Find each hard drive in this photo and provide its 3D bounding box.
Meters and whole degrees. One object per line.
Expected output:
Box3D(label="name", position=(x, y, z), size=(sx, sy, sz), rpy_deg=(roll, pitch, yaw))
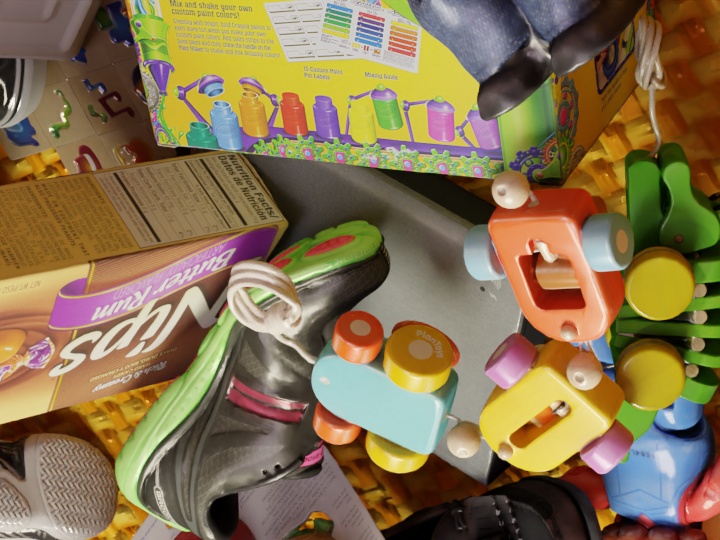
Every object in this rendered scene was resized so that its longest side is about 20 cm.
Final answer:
Box3D(label="hard drive", position=(0.000, 0.000, 1.074), size=(0.199, 0.033, 0.140), rpy_deg=(31, 134, 25))

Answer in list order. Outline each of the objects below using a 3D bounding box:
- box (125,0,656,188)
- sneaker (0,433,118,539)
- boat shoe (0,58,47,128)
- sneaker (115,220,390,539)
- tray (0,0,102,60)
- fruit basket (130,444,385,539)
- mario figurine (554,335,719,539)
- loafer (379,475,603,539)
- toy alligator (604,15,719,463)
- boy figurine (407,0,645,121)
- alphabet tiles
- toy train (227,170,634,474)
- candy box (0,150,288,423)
Box3D(label="box", position=(0.007, -0.156, 0.922), size=(0.198, 0.122, 0.194), rpy_deg=(8, 125, 27))
Box3D(label="sneaker", position=(-0.248, 0.124, 1.261), size=(0.199, 0.076, 0.115), rpy_deg=(18, 152, -35))
Box3D(label="boat shoe", position=(-0.212, -0.154, 1.082), size=(0.071, 0.071, 0.202), rpy_deg=(6, 124, 28))
Box3D(label="sneaker", position=(-0.038, 0.054, 1.049), size=(0.084, 0.077, 0.200), rpy_deg=(40, 122, 4))
Box3D(label="tray", position=(-0.143, -0.165, 1.016), size=(0.201, 0.107, 0.022), rpy_deg=(-58, 49, 39))
Box3D(label="fruit basket", position=(-0.048, 0.178, 1.122), size=(0.186, 0.093, 0.200), rpy_deg=(-54, 45, 22))
Box3D(label="mario figurine", position=(0.146, 0.091, 1.063), size=(0.123, 0.105, 0.202), rpy_deg=(32, 133, 60))
Box3D(label="loafer", position=(0.053, 0.146, 1.095), size=(0.200, 0.062, 0.073), rpy_deg=(155, 104, -66))
Box3D(label="toy alligator", position=(0.137, -0.009, 0.939), size=(0.054, 0.059, 0.202), rpy_deg=(2, 111, -1))
Box3D(label="boy figurine", position=(0.013, -0.150, 0.799), size=(0.124, 0.064, 0.200), rpy_deg=(-32, 101, 40))
Box3D(label="alphabet tiles", position=(-0.152, -0.131, 1.115), size=(0.166, 0.008, 0.201), rpy_deg=(-13, 114, 37))
Box3D(label="toy train", position=(0.047, 0.018, 0.936), size=(0.199, 0.056, 0.151), rpy_deg=(-8, 122, 38))
Box3D(label="candy box", position=(-0.142, 0.012, 1.025), size=(0.057, 0.199, 0.117), rpy_deg=(55, 133, 26))
